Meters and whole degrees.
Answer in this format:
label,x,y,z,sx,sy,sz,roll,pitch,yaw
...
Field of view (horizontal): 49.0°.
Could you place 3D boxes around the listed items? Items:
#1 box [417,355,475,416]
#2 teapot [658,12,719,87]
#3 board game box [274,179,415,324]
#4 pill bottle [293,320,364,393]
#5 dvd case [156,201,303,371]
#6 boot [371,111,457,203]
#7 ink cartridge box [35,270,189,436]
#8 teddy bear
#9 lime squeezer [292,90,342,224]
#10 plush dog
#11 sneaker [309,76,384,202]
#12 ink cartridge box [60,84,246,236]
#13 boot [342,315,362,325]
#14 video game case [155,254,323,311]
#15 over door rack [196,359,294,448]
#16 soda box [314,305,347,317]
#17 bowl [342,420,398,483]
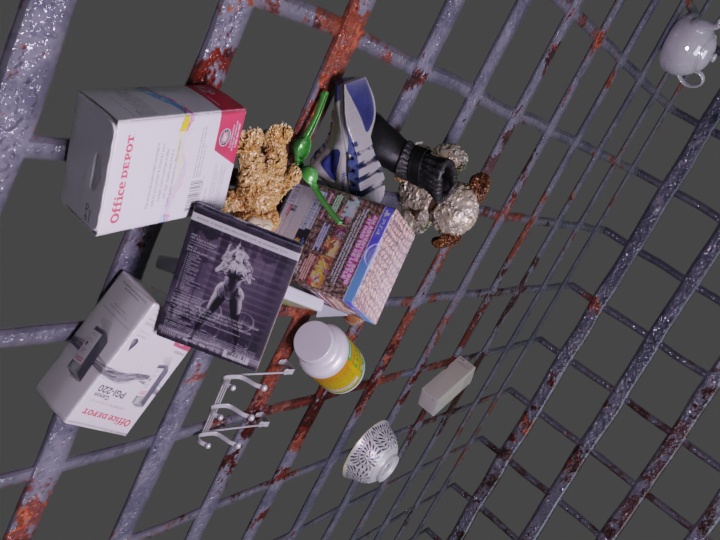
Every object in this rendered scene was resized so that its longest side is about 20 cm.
label,x,y,z,sx,sy,sz,roll,pitch,yaw
box,0.266,0.353,2.430,0.199,0.068,0.083,-32,146,-39
teapot,1.016,-0.673,2.409,0.199,0.145,0.200,-8,129,-57
board game box,-0.040,-0.032,1.248,0.162,0.197,0.097,-64,150,-11
pill bottle,-0.066,0.173,1.603,0.112,0.110,0.200,-50,154,-8
dvd case,-0.175,0.026,1.039,0.016,0.146,0.203,-82,-166,-64
boot,0.075,-0.195,1.356,0.080,0.157,0.210,-58,154,11
ink cartridge box,-0.336,0.123,1.117,0.201,0.084,0.146,-52,154,-2
teddy bear,-0.148,-0.125,1.164,0.144,0.066,0.203,-8,127,-54
lime squeezer,-0.069,-0.167,1.218,0.038,0.069,0.205,12,71,-81
plush dog,0.159,-0.143,1.543,0.202,0.171,0.160,-59,153,12
sneaker,-0.034,-0.200,1.259,0.080,0.113,0.204,-25,113,-48
ink cartridge box,-0.247,-0.140,0.956,0.198,0.085,0.150,-17,136,-50
boot,0.000,0.000,1.562,0.203,0.073,0.155,-64,156,-8
video game case,-0.174,0.020,1.171,0.199,0.179,0.023,29,73,-64
over door rack,-0.209,0.259,1.513,0.199,0.066,0.150,-6,127,-57
soda box,-0.043,-0.009,1.457,0.067,0.064,0.203,-2,130,-18
bowl,0.048,0.537,2.247,0.200,0.094,0.203,-39,149,-29
